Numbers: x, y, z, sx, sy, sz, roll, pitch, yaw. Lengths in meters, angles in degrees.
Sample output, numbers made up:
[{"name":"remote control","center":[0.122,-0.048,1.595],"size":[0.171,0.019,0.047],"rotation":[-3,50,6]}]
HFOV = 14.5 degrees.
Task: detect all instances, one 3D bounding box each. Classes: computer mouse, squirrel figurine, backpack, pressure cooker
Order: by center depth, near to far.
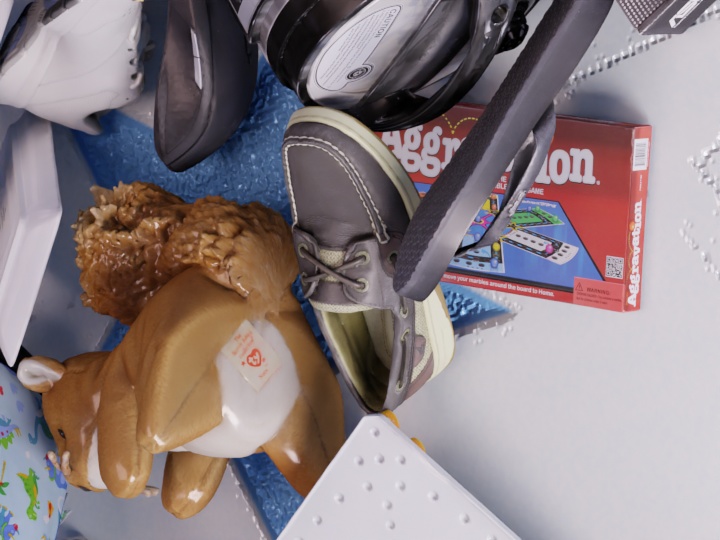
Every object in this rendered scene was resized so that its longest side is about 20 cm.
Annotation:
[{"name":"pressure cooker","center":[0.011,-0.181,1.535],"size":[0.178,0.176,0.200],"rotation":[-30,73,4]},{"name":"computer mouse","center":[-0.094,-0.149,1.656],"size":[0.046,0.140,0.201],"rotation":[13,102,21]},{"name":"squirrel figurine","center":[-0.117,0.049,1.704],"size":[0.186,0.141,0.201],"rotation":[-14,71,51]},{"name":"backpack","center":[-0.257,0.132,1.754],"size":[0.153,0.163,0.200],"rotation":[4,60,34]}]

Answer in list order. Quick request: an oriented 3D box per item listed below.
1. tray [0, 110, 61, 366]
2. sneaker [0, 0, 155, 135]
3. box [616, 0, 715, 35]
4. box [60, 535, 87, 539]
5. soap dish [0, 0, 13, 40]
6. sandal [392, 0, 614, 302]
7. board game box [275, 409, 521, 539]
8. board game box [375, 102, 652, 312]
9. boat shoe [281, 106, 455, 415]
[{"name":"tray","center":[-0.216,-0.030,1.763],"size":[0.200,0.022,0.108],"rotation":[-110,36,-64]},{"name":"sneaker","center":[-0.159,-0.148,1.724],"size":[0.200,0.087,0.075],"rotation":[-40,27,59]},{"name":"box","center":[0.159,-0.250,1.486],"size":[0.160,0.044,0.200],"rotation":[-43,67,34]},{"name":"box","center":[-0.192,0.287,1.823],"size":[0.117,0.060,0.200],"rotation":[34,114,33]},{"name":"soap dish","center":[-0.306,-0.132,1.727],"size":[0.081,0.157,0.200],"rotation":[3,73,55]},{"name":"sandal","center":[0.083,-0.065,1.507],"size":[0.043,0.076,0.200],"rotation":[33,92,-11]},{"name":"board game box","center":[0.034,0.211,1.615],"size":[0.200,0.026,0.200],"rotation":[41,120,12]},{"name":"board game box","center":[0.075,-0.041,1.593],"size":[0.200,0.019,0.103],"rotation":[9,100,39]},{"name":"boat shoe","center":[-0.001,0.000,1.567],"size":[0.072,0.066,0.201],"rotation":[8,138,31]}]
